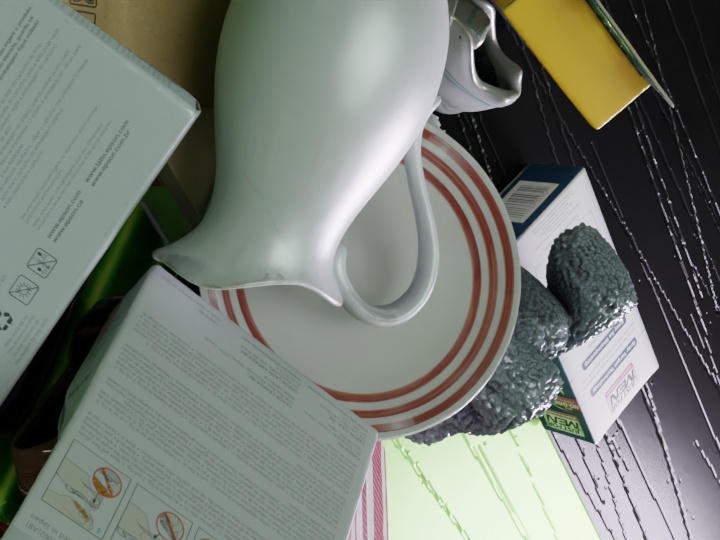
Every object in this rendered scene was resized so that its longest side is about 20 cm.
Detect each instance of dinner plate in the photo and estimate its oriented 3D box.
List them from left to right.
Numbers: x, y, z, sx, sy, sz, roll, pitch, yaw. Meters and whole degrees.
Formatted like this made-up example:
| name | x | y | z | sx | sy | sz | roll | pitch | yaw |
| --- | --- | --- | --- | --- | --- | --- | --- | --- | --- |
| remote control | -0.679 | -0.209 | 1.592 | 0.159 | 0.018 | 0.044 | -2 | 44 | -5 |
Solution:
| name | x | y | z | sx | sy | sz | roll | pitch | yaw |
| --- | --- | --- | --- | --- | --- | --- | --- | --- | --- |
| dinner plate | 0.000 | 0.000 | 0.814 | 0.197 | 0.024 | 0.204 | 3 | 80 | -14 |

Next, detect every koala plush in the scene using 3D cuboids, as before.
| name | x | y | z | sx | sy | sz | roll | pitch | yaw |
| --- | --- | --- | --- | --- | --- | --- | --- | --- | --- |
| koala plush | 0.048 | -0.004 | 0.930 | 0.177 | 0.183 | 0.202 | -40 | 102 | -43 |

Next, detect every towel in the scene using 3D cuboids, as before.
| name | x | y | z | sx | sy | sz | roll | pitch | yaw |
| --- | --- | --- | --- | --- | --- | --- | --- | --- | --- |
| towel | -0.006 | 0.138 | 0.883 | 0.201 | 0.022 | 0.146 | 72 | 15 | -58 |

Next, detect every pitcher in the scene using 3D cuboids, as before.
| name | x | y | z | sx | sy | sz | roll | pitch | yaw |
| --- | --- | --- | --- | --- | --- | --- | --- | --- | --- |
| pitcher | -0.007 | -0.076 | 0.750 | 0.170 | 0.121 | 0.203 | 17 | 94 | -35 |

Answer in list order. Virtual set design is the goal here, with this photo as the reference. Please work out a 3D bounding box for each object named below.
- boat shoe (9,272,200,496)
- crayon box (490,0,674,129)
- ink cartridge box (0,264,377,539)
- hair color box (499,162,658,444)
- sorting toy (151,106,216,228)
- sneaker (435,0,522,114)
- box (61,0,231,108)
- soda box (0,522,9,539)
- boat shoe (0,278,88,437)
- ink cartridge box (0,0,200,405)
| name | x | y | z | sx | sy | sz | roll | pitch | yaw |
| --- | --- | --- | --- | --- | --- | --- | --- | --- | --- |
| boat shoe | -0.126 | 0.054 | 0.781 | 0.201 | 0.071 | 0.073 | -61 | 143 | -38 |
| crayon box | 0.122 | -0.181 | 0.924 | 0.051 | 0.201 | 0.126 | -39 | 128 | 10 |
| ink cartridge box | -0.083 | 0.115 | 0.682 | 0.162 | 0.050 | 0.201 | 38 | 42 | -14 |
| hair color box | 0.159 | 0.027 | 1.079 | 0.100 | 0.060 | 0.202 | -43 | 122 | -28 |
| sorting toy | -0.089 | -0.165 | 0.818 | 0.199 | 0.069 | 0.201 | -46 | 123 | -27 |
| sneaker | 0.048 | -0.186 | 0.932 | 0.200 | 0.080 | 0.071 | 48 | 68 | -34 |
| box | -0.094 | -0.191 | 0.747 | 0.162 | 0.021 | 0.203 | 1 | 96 | -41 |
| soda box | -0.225 | 0.146 | 0.656 | 0.063 | 0.198 | 0.071 | 11 | 90 | -59 |
| boat shoe | -0.181 | -0.002 | 0.764 | 0.070 | 0.066 | 0.202 | 30 | 77 | -40 |
| ink cartridge box | -0.214 | -0.059 | 0.677 | 0.199 | 0.041 | 0.201 | 35 | 98 | -16 |
